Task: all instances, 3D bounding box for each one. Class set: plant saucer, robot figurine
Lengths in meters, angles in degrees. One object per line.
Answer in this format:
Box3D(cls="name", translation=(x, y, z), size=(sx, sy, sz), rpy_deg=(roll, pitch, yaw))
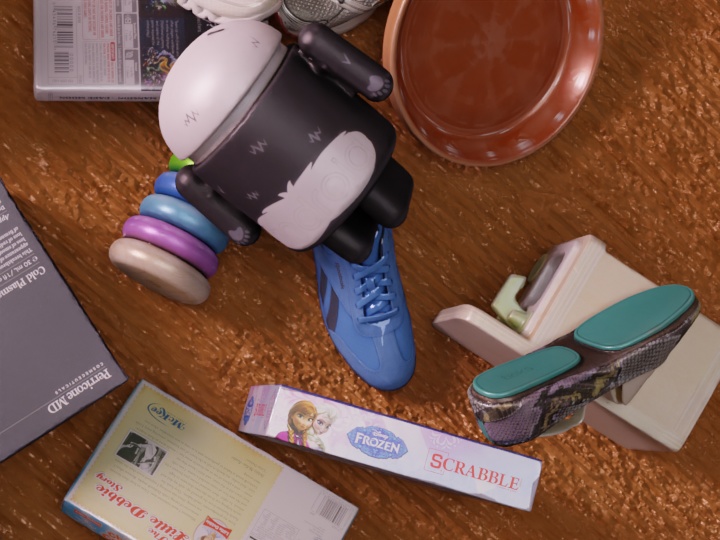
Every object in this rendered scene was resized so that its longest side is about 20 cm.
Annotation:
Box3D(cls="plant saucer", translation=(0.105, -0.183, 1.469), size=(0.200, 0.032, 0.201), rpy_deg=(-11, 114, -26))
Box3D(cls="robot figurine", translation=(-0.054, -0.096, 1.355), size=(0.200, 0.125, 0.150), rpy_deg=(38, 78, -12))

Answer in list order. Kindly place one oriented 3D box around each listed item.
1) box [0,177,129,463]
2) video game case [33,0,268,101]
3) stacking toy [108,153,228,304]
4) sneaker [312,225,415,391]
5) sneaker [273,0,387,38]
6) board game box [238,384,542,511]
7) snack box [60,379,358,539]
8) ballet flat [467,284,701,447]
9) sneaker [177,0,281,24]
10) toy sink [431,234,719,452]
Box3D(cls="box", translation=(-0.306, 0.061, 1.381), size=(0.200, 0.104, 0.182), rpy_deg=(-32, 91, -10))
Box3D(cls="video game case", translation=(-0.165, -0.223, 1.438), size=(0.181, 0.023, 0.200), rpy_deg=(-1, 67, -9))
Box3D(cls="stacking toy", translation=(-0.117, -0.078, 1.439), size=(0.085, 0.085, 0.200), rpy_deg=(27, 78, -7))
Box3D(cls="sneaker", translation=(0.000, 0.000, 1.452), size=(0.066, 0.078, 0.200), rpy_deg=(-16, 90, -12))
Box3D(cls="sneaker", translation=(0.014, -0.252, 1.464), size=(0.200, 0.082, 0.078), rpy_deg=(-30, 91, -15))
Box3D(cls="board game box", translation=(0.016, 0.131, 1.383), size=(0.200, 0.200, 0.041), rpy_deg=(17, 83, -9))
Box3D(cls="snack box", translation=(-0.115, 0.184, 1.412), size=(0.200, 0.037, 0.116), rpy_deg=(31, 63, 1))
Box3D(cls="ballet flat", translation=(0.167, 0.075, 1.353), size=(0.200, 0.072, 0.072), rpy_deg=(-24, 90, -21))
Box3D(cls="sneaker", translation=(-0.136, -0.269, 1.407), size=(0.075, 0.081, 0.200), rpy_deg=(-39, 79, -24))
Box3D(cls="toy sink", translation=(0.176, 0.045, 1.453), size=(0.200, 0.130, 0.112), rpy_deg=(32, 81, -5))
